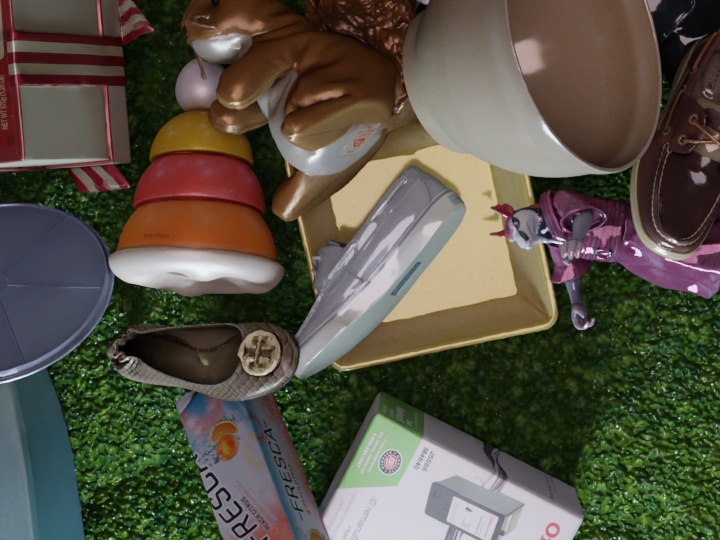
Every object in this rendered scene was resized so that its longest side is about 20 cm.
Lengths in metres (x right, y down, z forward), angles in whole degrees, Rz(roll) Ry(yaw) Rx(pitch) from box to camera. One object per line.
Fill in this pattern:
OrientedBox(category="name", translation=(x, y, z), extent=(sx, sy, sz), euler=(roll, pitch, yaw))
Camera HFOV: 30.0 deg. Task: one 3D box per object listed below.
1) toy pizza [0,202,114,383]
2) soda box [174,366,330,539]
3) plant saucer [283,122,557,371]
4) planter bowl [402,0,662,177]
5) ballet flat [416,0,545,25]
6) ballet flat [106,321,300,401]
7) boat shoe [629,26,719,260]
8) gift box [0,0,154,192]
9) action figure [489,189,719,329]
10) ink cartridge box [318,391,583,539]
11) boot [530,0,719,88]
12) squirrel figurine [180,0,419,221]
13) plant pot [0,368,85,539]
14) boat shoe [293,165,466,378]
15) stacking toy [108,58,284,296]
OrientedBox(category="toy pizza", translation=(-0.305, 0.022, 1.130), extent=(0.200, 0.200, 0.032), euler=(-1, 138, 3))
OrientedBox(category="soda box", translation=(-0.085, 0.185, 1.128), extent=(0.064, 0.068, 0.200), euler=(-33, 61, 15))
OrientedBox(category="plant saucer", translation=(0.052, -0.031, 1.154), extent=(0.200, 0.048, 0.200), euler=(-12, 96, 4))
OrientedBox(category="planter bowl", translation=(0.118, -0.158, 1.016), extent=(0.135, 0.200, 0.201), euler=(-13, 98, 42))
OrientedBox(category="ballet flat", translation=(0.059, -0.231, 1.126), extent=(0.200, 0.069, 0.070), euler=(23, 98, 4))
OrientedBox(category="ballet flat", translation=(-0.139, 0.070, 1.130), extent=(0.200, 0.046, 0.067), euler=(2, 69, 35))
OrientedBox(category="boat shoe", translation=(0.260, -0.105, 1.017), extent=(0.072, 0.072, 0.200), euler=(25, 69, -1))
OrientedBox(category="gift box", translation=(-0.279, -0.153, 1.081), extent=(0.200, 0.187, 0.185), euler=(2, 96, 18))
OrientedBox(category="action figure", translation=(0.204, -0.038, 1.082), extent=(0.200, 0.134, 0.149), euler=(13, 66, 1))
OrientedBox(category="ink cartridge box", translation=(0.072, 0.219, 1.167), extent=(0.200, 0.084, 0.146), euler=(26, 98, -1))
OrientedBox(category="boot", translation=(0.256, -0.177, 1.117), extent=(0.198, 0.073, 0.163), euler=(-31, 99, 7))
OrientedBox(category="squirrel figurine", translation=(-0.041, -0.179, 1.083), extent=(0.200, 0.142, 0.187), euler=(-33, 71, -12))
OrientedBox(category="plant pot", translation=(-0.326, 0.167, 1.156), extent=(0.141, 0.141, 0.200), euler=(-3, 92, 3))
OrientedBox(category="boat shoe", translation=(0.000, 0.000, 1.110), extent=(0.072, 0.070, 0.201), euler=(44, 100, 17))
OrientedBox(category="stacking toy", translation=(-0.131, -0.083, 1.132), extent=(0.146, 0.146, 0.200), euler=(3, 81, 2))
